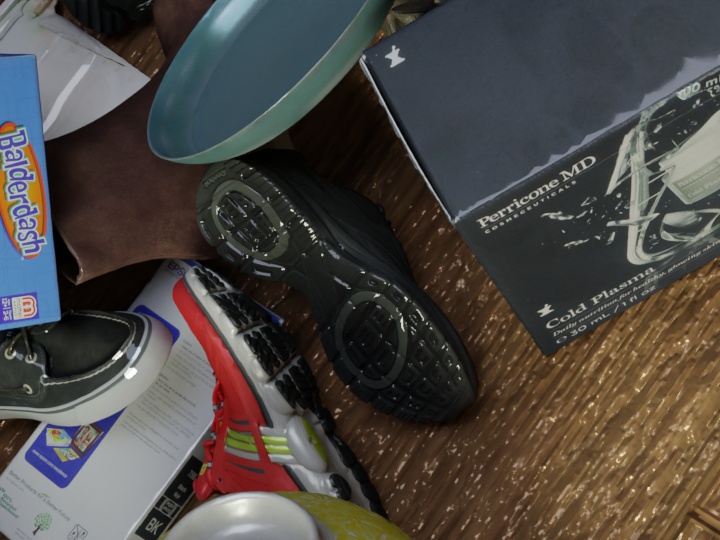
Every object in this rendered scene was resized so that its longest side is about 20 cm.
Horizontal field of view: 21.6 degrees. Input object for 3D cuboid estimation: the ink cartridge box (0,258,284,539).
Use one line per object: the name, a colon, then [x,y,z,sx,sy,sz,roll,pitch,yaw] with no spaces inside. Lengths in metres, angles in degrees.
ink cartridge box: [-0.131,0.093,1.124,0.099,0.039,0.200,33,83,30]

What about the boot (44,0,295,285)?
boot: [-0.134,-0.091,1.148,0.166,0.072,0.200,-14,63,-27]

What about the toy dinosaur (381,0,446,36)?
toy dinosaur: [0.037,-0.157,1.121,0.077,0.200,0.102,-40,80,30]

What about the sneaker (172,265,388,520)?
sneaker: [-0.064,0.092,1.056,0.085,0.077,0.200,-31,79,14]

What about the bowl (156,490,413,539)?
bowl: [-0.048,0.172,0.915,0.200,0.108,0.200,-9,38,7]

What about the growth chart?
growth chart: [-0.212,-0.104,1.255,0.145,0.018,0.200,-47,60,-4]

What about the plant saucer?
plant saucer: [-0.043,-0.135,1.071,0.200,0.027,0.200,-37,29,24]

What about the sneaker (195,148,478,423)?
sneaker: [0.000,0.000,1.083,0.200,0.091,0.076,48,123,4]

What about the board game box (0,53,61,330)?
board game box: [-0.236,-0.054,1.126,0.200,0.045,0.152,15,111,61]

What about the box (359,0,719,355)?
box: [0.135,-0.080,1.009,0.200,0.197,0.124,-31,60,6]

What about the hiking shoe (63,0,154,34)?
hiking shoe: [-0.116,-0.241,1.249,0.200,0.074,0.087,-26,54,4]

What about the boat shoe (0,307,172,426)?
boat shoe: [-0.196,0.053,1.117,0.200,0.057,0.069,-10,51,41]
